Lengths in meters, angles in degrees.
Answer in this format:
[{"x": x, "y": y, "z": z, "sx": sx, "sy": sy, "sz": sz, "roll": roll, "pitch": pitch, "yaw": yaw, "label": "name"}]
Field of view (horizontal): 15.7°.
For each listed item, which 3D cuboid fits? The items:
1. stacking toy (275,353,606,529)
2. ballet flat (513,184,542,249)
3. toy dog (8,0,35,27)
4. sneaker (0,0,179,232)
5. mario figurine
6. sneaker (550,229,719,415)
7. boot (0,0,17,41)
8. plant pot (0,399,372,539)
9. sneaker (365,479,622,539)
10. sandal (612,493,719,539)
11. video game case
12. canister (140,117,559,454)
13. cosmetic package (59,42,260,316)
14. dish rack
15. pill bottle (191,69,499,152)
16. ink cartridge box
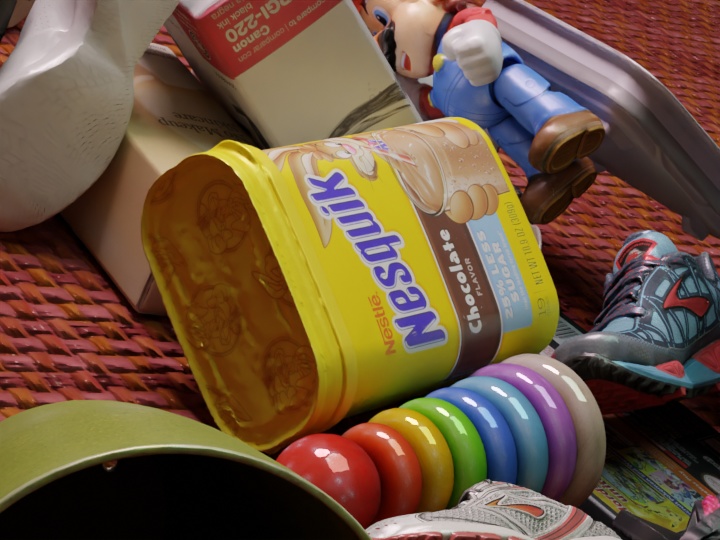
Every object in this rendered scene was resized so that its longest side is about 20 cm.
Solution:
[{"x": 0.030, "y": 0.097, "z": 1.276, "sx": 0.199, "sy": 0.086, "sz": 0.085, "roll": -11, "pitch": 41, "yaw": -46, "label": "stacking toy"}, {"x": 0.073, "y": -0.010, "z": 1.553, "sx": 0.072, "sy": 0.072, "sz": 0.200, "roll": 27, "pitch": 21, "yaw": 2, "label": "ballet flat"}, {"x": -0.211, "y": -0.227, "z": 1.696, "sx": 0.131, "sy": 0.097, "sz": 0.200, "roll": 26, "pitch": 22, "yaw": 0, "label": "toy dog"}, {"x": -0.159, "y": -0.113, "z": 1.397, "sx": 0.075, "sy": 0.201, "sz": 0.088, "roll": 34, "pitch": -5, "yaw": -30, "label": "sneaker"}, {"x": 0.047, "y": -0.109, "z": 1.538, "sx": 0.106, "sy": 0.124, "sz": 0.200, "roll": -6, "pitch": 45, "yaw": -51, "label": "mario figurine"}, {"x": 0.150, "y": 0.028, "z": 1.435, "sx": 0.079, "sy": 0.096, "sz": 0.200, "roll": -13, "pitch": -4, "yaw": 26, "label": "sneaker"}, {"x": -0.219, "y": -0.145, "z": 1.445, "sx": 0.077, "sy": 0.139, "sz": 0.200, "roll": 17, "pitch": 22, "yaw": -20, "label": "boot"}, {"x": -0.097, "y": 0.125, "z": 0.957, "sx": 0.186, "sy": 0.188, "sz": 0.200, "roll": 18, "pitch": 8, "yaw": -20, "label": "plant pot"}, {"x": 0.056, "y": 0.141, "z": 1.208, "sx": 0.082, "sy": 0.078, "sz": 0.199, "roll": 37, "pitch": 14, "yaw": 37, "label": "sneaker"}, {"x": 0.199, "y": 0.144, "z": 1.326, "sx": 0.199, "sy": 0.045, "sz": 0.075, "roll": 22, "pitch": 11, "yaw": -44, "label": "sandal"}, {"x": 0.126, "y": 0.090, "z": 1.453, "sx": 0.200, "sy": 0.026, "sz": 0.180, "roll": 38, "pitch": 24, "yaw": 26, "label": "video game case"}, {"x": 0.000, "y": 0.000, "z": 1.339, "sx": 0.199, "sy": 0.086, "sz": 0.149, "roll": -13, "pitch": 76, "yaw": -48, "label": "canister"}, {"x": -0.115, "y": -0.055, "z": 1.447, "sx": 0.105, "sy": 0.071, "sz": 0.200, "roll": 7, "pitch": 28, "yaw": -41, "label": "cosmetic package"}, {"x": 0.151, "y": -0.090, "z": 1.595, "sx": 0.172, "sy": 0.044, "sz": 0.200, "roll": 45, "pitch": -5, "yaw": -37, "label": "dish rack"}, {"x": -0.004, "y": -0.122, "z": 1.671, "sx": 0.199, "sy": 0.111, "sz": 0.111, "roll": 24, "pitch": 22, "yaw": -5, "label": "pill bottle"}, {"x": -0.037, "y": -0.109, "z": 1.483, "sx": 0.200, "sy": 0.085, "sz": 0.146, "roll": 55, "pitch": -6, "yaw": -31, "label": "ink cartridge box"}]
